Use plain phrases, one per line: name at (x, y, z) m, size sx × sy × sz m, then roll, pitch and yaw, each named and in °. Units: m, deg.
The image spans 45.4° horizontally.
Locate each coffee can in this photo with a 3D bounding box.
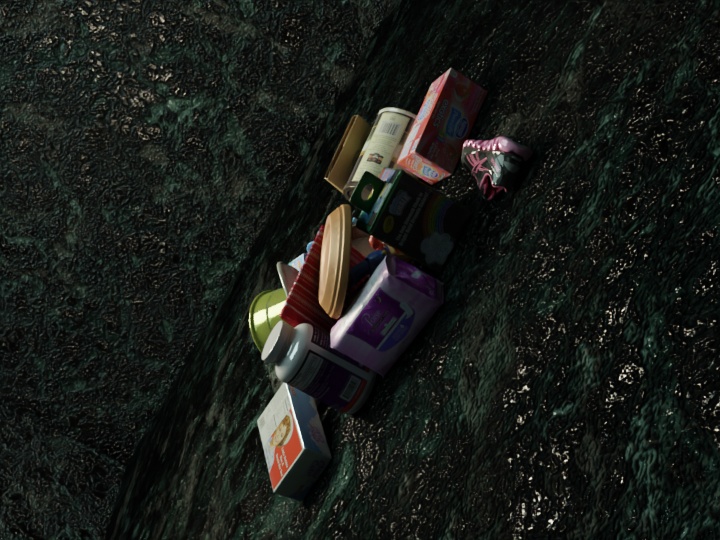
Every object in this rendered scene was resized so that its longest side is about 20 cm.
coffee can at (0.066, -0.230, 1.886) m, size 0.203 × 0.145 × 0.146 m, roll -65°, pitch 15°, yaw -14°

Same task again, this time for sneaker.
sneaker at (0.213, -0.166, 1.442) m, size 0.200 × 0.078 × 0.097 m, roll -164°, pitch 90°, yaw -76°

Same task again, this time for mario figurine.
mario figurine at (0.050, -0.024, 1.623) m, size 0.200 × 0.124 × 0.105 m, roll -46°, pitch 50°, yaw -14°

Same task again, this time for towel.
towel at (-0.063, 0.037, 1.631) m, size 0.022 × 0.144 × 0.203 m, roll -5°, pitch 54°, yaw 52°

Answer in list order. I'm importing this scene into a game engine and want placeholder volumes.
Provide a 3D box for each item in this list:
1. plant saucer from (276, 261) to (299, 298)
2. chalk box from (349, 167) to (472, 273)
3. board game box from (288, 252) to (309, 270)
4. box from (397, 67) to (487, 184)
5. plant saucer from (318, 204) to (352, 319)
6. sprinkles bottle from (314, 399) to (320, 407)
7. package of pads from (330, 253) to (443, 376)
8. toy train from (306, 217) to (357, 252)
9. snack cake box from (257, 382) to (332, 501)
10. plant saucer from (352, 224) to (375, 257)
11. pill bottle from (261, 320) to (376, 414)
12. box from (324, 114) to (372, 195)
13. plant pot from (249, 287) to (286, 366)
plant saucer at (-0.105, 0.069, 1.706) m, size 0.049 × 0.203 × 0.200 m, roll -23°, pitch 18°, yaw -1°
chalk box at (0.073, -0.102, 1.530) m, size 0.126 × 0.198 × 0.124 m, roll -60°, pitch 15°, yaw 1°
board game box at (-0.069, -0.017, 1.888) m, size 0.200 × 0.148 × 0.037 m, roll 161°, pitch 102°, yaw -75°
box at (0.165, -0.292, 1.754) m, size 0.203 × 0.094 × 0.102 m, roll -66°, pitch 16°, yaw -15°
plant saucer at (-0.047, -0.017, 1.526) m, size 0.200 × 0.037 × 0.205 m, roll -174°, pitch 90°, yaw -83°
sprinkles bottle at (-0.112, 0.261, 1.778) m, size 0.202 × 0.067 × 0.068 m, roll -59°, pitch 15°, yaw 10°
package of pads at (0.042, 0.078, 1.475) m, size 0.201 × 0.119 × 0.076 m, roll -54°, pitch 16°, yaw 30°
toy train at (-0.058, -0.047, 2.045) m, size 0.200 × 0.113 × 0.087 m, roll -50°, pitch 15°, yaw 37°
snack cake box at (-0.129, 0.321, 1.645) m, size 0.116 × 0.066 × 0.201 m, roll -54°, pitch 31°, yaw 19°
plant saucer at (0.000, 0.000, 1.723) m, size 0.203 × 0.197 × 0.035 m, roll -68°, pitch -27°, yaw -23°
pill bottle at (-0.075, 0.170, 1.554) m, size 0.113 × 0.198 × 0.113 m, roll -54°, pitch 16°, yaw 24°
box at (0.018, -0.228, 1.958) m, size 0.021 × 0.199 × 0.166 m, roll 9°, pitch 70°, yaw 47°
plant pot at (-0.112, 0.096, 1.890) m, size 0.189 × 0.199 × 0.202 m, roll -32°, pitch 30°, yaw 38°
